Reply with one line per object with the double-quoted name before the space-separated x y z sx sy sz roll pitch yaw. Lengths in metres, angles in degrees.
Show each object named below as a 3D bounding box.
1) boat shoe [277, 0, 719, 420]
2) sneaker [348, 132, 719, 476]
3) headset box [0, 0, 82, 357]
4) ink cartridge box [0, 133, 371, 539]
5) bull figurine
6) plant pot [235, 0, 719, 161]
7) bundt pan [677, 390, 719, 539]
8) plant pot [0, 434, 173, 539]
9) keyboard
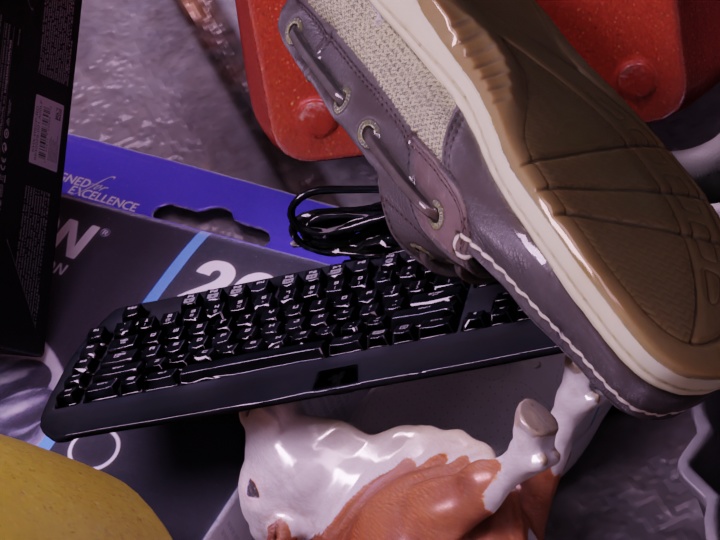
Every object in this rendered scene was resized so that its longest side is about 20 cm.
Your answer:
"boat shoe" 0.038 -0.028 0.679 0.072 0.066 0.201 3 43 -42
"sneaker" 0.074 0.006 0.787 0.200 0.080 0.070 -32 50 -11
"headset box" -0.202 -0.053 0.812 0.199 0.075 0.149 4 84 21
"ink cartridge box" -0.093 0.024 0.836 0.197 0.044 0.200 15 52 27
"bull figurine" 0.038 0.097 0.686 0.065 0.122 0.200 -4 53 -44
"plant pot" 0.035 -0.137 0.814 0.199 0.201 0.176 -6 26 8
"bundt pan" 0.195 0.070 0.700 0.201 0.076 0.202 -7 46 7
"plant pot" -0.124 0.121 0.671 0.141 0.201 0.200 -12 39 -35
"keyboard" 0.000 0.000 0.731 0.199 0.040 0.104 -11 22 18
